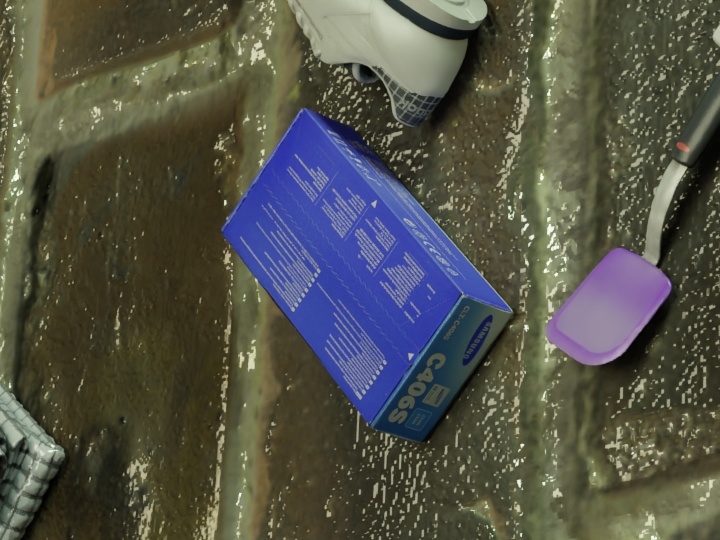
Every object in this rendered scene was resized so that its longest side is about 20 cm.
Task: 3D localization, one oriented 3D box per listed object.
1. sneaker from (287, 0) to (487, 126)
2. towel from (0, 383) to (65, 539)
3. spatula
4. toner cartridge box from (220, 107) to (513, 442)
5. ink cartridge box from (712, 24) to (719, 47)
[{"bbox_3d":[-0.013,-0.164,1.592,0.200,0.076,0.081,43,121,39],"label":"sneaker"},{"bbox_3d":[-0.300,0.138,1.782,0.200,0.085,0.166,40,106,47],"label":"towel"},{"bbox_3d":[0.162,-0.040,1.403,0.057,0.021,0.200,38,103,49],"label":"spatula"},{"bbox_3d":[0.000,0.000,1.545,0.095,0.043,0.200,-56,43,17],"label":"toner cartridge box"},{"bbox_3d":[0.273,-0.154,1.293,0.200,0.068,0.115,-55,44,17],"label":"ink cartridge box"}]
